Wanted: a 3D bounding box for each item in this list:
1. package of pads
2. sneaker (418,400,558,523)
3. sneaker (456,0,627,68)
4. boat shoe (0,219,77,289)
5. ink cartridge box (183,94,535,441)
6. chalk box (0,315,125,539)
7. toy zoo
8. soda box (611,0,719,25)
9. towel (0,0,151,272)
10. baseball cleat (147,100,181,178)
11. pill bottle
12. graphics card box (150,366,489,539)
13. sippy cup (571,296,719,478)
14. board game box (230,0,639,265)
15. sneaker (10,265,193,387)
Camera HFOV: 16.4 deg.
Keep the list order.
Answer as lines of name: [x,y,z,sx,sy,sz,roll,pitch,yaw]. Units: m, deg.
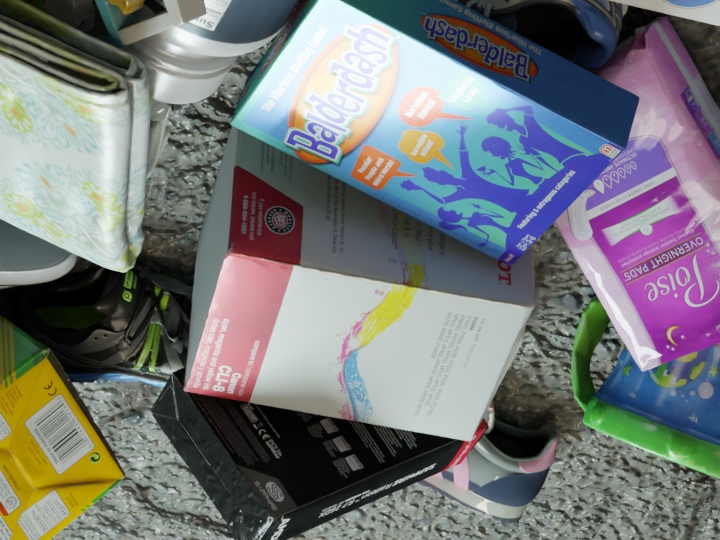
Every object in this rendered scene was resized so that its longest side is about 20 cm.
package of pads: [0.183,-0.046,1.564,0.120,0.076,0.201,-26,100,29]
sneaker: [0.051,0.110,1.802,0.199,0.070,0.082,22,116,-24]
sneaker: [0.064,-0.160,1.493,0.199,0.085,0.077,3,137,0]
boat shoe: [-0.283,-0.008,1.672,0.198,0.074,0.068,0,140,5]
ink cartridge box: [0.000,0.000,1.618,0.199,0.146,0.145,11,136,-9]
chalk box: [-0.277,0.102,1.711,0.124,0.200,0.125,-39,124,-18]
toy zoo: [-0.154,-0.188,1.407,0.200,0.020,0.132,-14,100,51]
soda box: [0.225,-0.187,1.475,0.199,0.064,0.068,12,135,-10]
towel: [-0.206,-0.089,1.475,0.171,0.048,0.200,28,149,11]
baseball cleat: [-0.200,-0.075,1.576,0.200,0.107,0.070,-32,171,30]
pill bottle: [-0.079,-0.194,1.436,0.119,0.120,0.200,19,135,-18]
graphics card box: [-0.026,0.100,1.670,0.199,0.126,0.051,-20,155,-41]
sippy cup: [0.233,0.065,1.676,0.177,0.131,0.140,20,180,2]
board game box: [0.041,-0.095,1.481,0.199,0.045,0.152,26,145,-10]
sneaker: [-0.145,0.034,1.713,0.198,0.071,0.083,-2,143,8]
